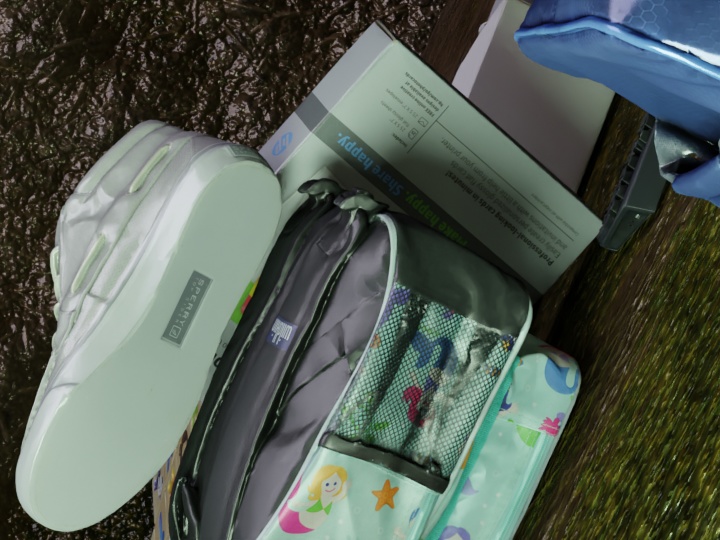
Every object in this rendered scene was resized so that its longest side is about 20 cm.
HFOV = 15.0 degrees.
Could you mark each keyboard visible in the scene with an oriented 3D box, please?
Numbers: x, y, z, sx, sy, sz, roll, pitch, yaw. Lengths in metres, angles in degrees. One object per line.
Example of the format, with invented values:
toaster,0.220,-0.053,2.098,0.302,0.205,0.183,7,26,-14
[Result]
keyboard,0.159,-0.109,1.294,0.127,0.021,0.200,124,169,-68

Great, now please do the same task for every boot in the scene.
boot,-0.117,0.023,1.305,0.095,0.074,0.200,23,79,49

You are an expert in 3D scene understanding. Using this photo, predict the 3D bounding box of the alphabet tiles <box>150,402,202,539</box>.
alphabet tiles,-0.103,0.158,1.502,0.168,0.008,0.200,-98,19,-44

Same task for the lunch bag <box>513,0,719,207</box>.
lunch bag,0.123,-0.083,0.775,0.200,0.136,0.133,-165,100,-86

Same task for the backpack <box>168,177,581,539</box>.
backpack,-0.003,0.078,1.269,0.200,0.150,0.178,-60,18,-2

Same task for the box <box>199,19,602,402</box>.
box,0.000,0.000,1.369,0.200,0.156,0.041,-47,25,6

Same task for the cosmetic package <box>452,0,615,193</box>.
cosmetic package,0.071,-0.040,1.554,0.108,0.085,0.200,124,170,-70

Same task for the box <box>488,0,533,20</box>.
box,0.137,-0.219,1.973,0.200,0.041,0.156,120,173,-47
